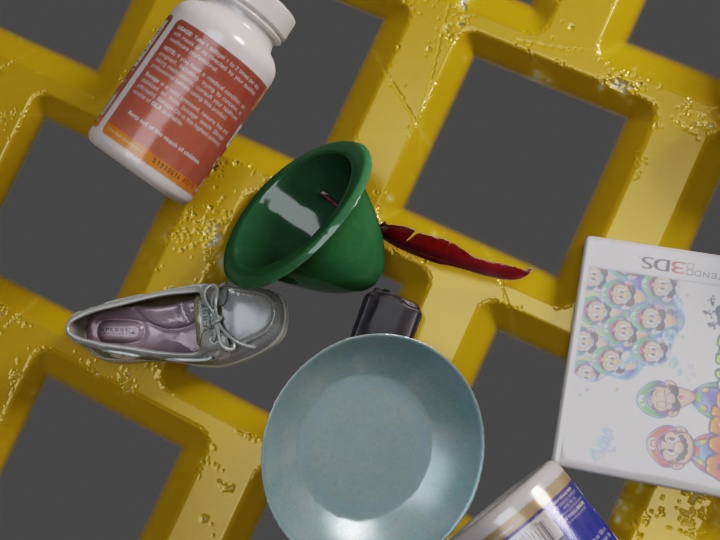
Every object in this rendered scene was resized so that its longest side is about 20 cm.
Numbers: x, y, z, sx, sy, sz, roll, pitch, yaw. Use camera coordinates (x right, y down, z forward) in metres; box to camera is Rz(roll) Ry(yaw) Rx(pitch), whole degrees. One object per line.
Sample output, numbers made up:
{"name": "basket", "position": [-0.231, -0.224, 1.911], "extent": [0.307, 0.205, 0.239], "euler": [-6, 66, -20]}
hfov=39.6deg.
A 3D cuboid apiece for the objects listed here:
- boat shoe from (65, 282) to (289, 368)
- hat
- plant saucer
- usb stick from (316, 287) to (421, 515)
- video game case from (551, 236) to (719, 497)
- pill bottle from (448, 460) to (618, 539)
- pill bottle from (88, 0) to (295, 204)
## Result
{"name": "boat shoe", "position": [-0.165, 0.050, 0.909], "extent": [0.200, 0.065, 0.075], "euler": [-2, 81, 9]}
{"name": "hat", "position": [0.000, 0.000, 0.903], "extent": [0.176, 0.199, 0.166], "euler": [44, 72, -29]}
{"name": "plant saucer", "position": [0.009, 0.153, 0.853], "extent": [0.199, 0.039, 0.204], "euler": [-1, 92, -17]}
{"name": "usb stick", "position": [-0.001, 0.115, 0.889], "extent": [0.055, 0.033, 0.202], "euler": [20, 85, 4]}
{"name": "video game case", "position": [0.268, 0.082, 0.853], "extent": [0.180, 0.024, 0.202], "euler": [9, 83, 11]}
{"name": "pill bottle", "position": [0.170, 0.266, 0.792], "extent": [0.119, 0.120, 0.201], "euler": [-38, 78, 2]}
{"name": "pill bottle", "position": [-0.149, -0.171, 0.917], "extent": [0.112, 0.112, 0.201], "euler": [35, 88, 13]}
